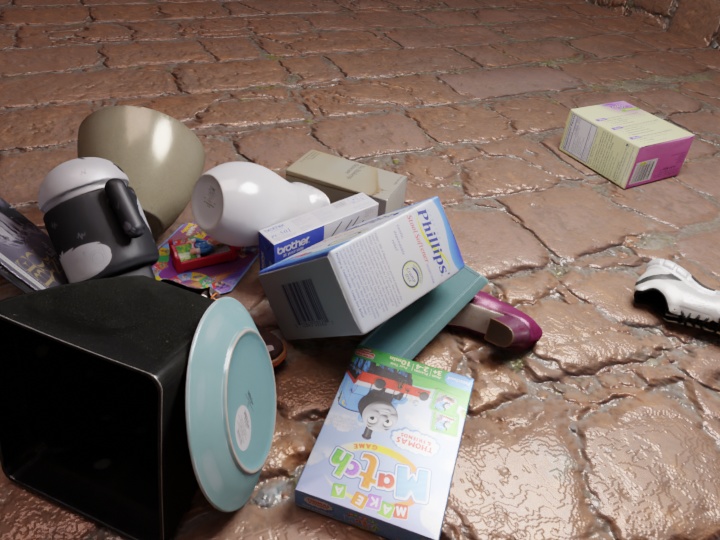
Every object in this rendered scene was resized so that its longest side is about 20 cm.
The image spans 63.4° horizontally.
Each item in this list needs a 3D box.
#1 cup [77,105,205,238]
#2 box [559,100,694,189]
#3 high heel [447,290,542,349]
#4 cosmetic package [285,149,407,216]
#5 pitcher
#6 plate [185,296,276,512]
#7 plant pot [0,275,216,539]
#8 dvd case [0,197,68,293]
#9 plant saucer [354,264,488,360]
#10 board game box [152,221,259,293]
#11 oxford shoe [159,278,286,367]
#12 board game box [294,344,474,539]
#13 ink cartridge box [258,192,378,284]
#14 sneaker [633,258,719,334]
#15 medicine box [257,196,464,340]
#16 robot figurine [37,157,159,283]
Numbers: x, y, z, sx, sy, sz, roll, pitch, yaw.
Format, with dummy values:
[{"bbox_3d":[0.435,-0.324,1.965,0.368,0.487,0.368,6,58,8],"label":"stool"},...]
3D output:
[{"bbox_3d":[-0.352,-0.135,0.920,0.196,0.201,0.146,1,62,-5],"label":"cup"},{"bbox_3d":[0.577,-0.281,1.278,0.173,0.098,0.200,-15,42,-24],"label":"box"},{"bbox_3d":[0.162,0.055,0.837,0.095,0.068,0.199,3,27,-46],"label":"high heel"},{"bbox_3d":[-0.026,-0.143,1.045,0.197,0.074,0.104,17,38,17],"label":"cosmetic package"},{"bbox_3d":[-0.169,-0.109,0.900,0.170,0.123,0.198,28,20,34],"label":"pitcher"},{"bbox_3d":[-0.115,0.127,0.572,0.025,0.203,0.202,-5,36,9],"label":"plate"},{"bbox_3d":[-0.231,0.114,0.597,0.197,0.203,0.178,16,26,14],"label":"plant pot"},{"bbox_3d":[-0.442,-0.033,0.753,0.016,0.149,0.200,-45,20,-1],"label":"dvd case"},{"bbox_3d":[0.082,0.057,0.778,0.199,0.019,0.070,-42,53,-18],"label":"plant saucer"},{"bbox_3d":[-0.242,-0.040,0.908,0.155,0.039,0.201,14,37,11],"label":"board game box"},{"bbox_3d":[-0.185,0.068,0.746,0.197,0.074,0.071,17,38,15],"label":"oxford shoe"},{"bbox_3d":[0.034,0.184,0.641,0.149,0.037,0.201,14,44,11],"label":"board game box"},{"bbox_3d":[-0.061,-0.043,0.891,0.198,0.095,0.044,-24,46,-34],"label":"ink cartridge box"},{"bbox_3d":[0.495,0.062,0.854,0.080,0.075,0.199,-35,47,-23],"label":"sneaker"},{"bbox_3d":[0.000,0.000,0.762,0.199,0.104,0.181,-30,10,-36],"label":"medicine box"},{"bbox_3d":[-0.347,-0.051,0.787,0.148,0.203,0.125,-23,1,3],"label":"robot figurine"}]
